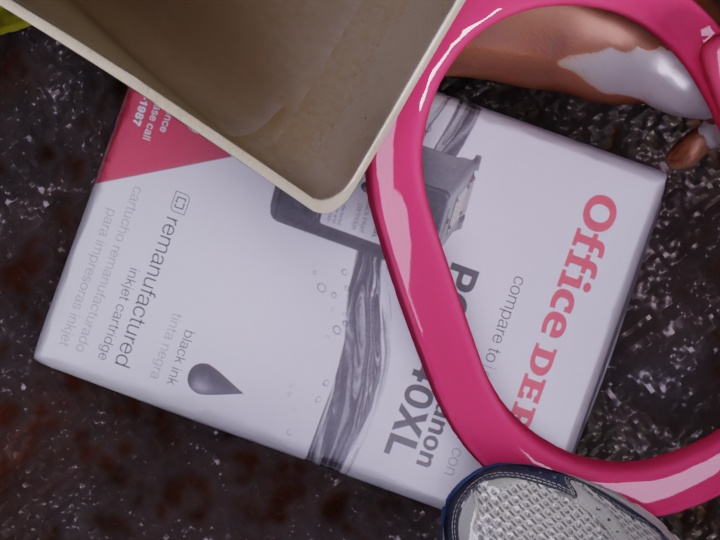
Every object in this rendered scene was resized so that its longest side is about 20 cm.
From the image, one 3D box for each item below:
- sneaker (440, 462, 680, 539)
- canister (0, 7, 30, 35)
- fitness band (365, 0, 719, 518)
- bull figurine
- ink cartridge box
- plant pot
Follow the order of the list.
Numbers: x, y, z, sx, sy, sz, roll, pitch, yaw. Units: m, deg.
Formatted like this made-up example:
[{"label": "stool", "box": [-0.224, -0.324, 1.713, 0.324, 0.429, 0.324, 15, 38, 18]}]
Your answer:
[{"label": "sneaker", "box": [0.105, 0.136, 0.897, 0.077, 0.085, 0.200, -43, 80, -7]}, {"label": "canister", "box": [-0.129, -0.211, 1.039, 0.148, 0.087, 0.200, -28, 85, 2]}, {"label": "fitness band", "box": [0.081, -0.012, 0.952, 0.143, 0.037, 0.200, -18, 96, 3]}, {"label": "bull figurine", "box": [0.074, -0.102, 1.004, 0.200, 0.121, 0.065, 12, 132, -11]}, {"label": "ink cartridge box", "box": [0.000, 0.000, 1.022, 0.200, 0.083, 0.145, 19, 89, 3]}, {"label": "plant pot", "box": [-0.068, -0.169, 0.885, 0.177, 0.200, 0.200, 31, 89, 38]}]
